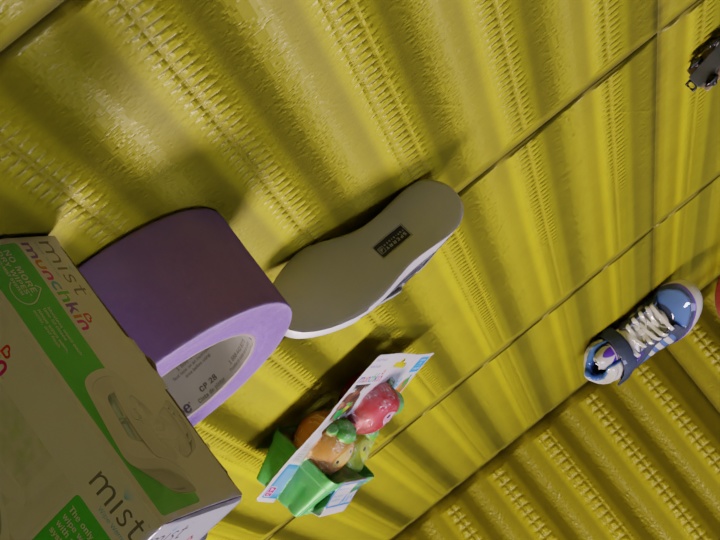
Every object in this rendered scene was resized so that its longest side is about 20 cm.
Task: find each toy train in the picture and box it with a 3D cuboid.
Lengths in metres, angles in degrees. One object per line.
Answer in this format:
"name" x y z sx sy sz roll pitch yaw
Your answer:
"toy train" 0.376 -0.243 1.844 0.200 0.034 0.046 -48 176 30

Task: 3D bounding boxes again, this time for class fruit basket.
"fruit basket" -0.008 0.166 2.032 0.200 0.094 0.185 -45 165 12

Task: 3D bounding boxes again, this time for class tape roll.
"tape roll" -0.149 0.054 1.332 0.199 0.085 0.200 -36 165 -11

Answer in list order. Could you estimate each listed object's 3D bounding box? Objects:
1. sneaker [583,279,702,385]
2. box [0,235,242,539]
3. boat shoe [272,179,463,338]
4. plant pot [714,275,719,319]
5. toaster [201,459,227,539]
"sneaker" 0.412 0.102 2.922 0.146 0.081 0.200 -31 170 -43
"box" -0.198 0.113 1.147 0.176 0.201 0.096 -43 165 24
"boat shoe" 0.000 0.000 1.583 0.200 0.072 0.068 -39 167 -30
"plant pot" 0.674 0.006 3.109 0.200 0.201 0.178 -33 155 -21
"toaster" -0.180 0.161 1.493 0.113 0.129 0.200 -32 165 -28
